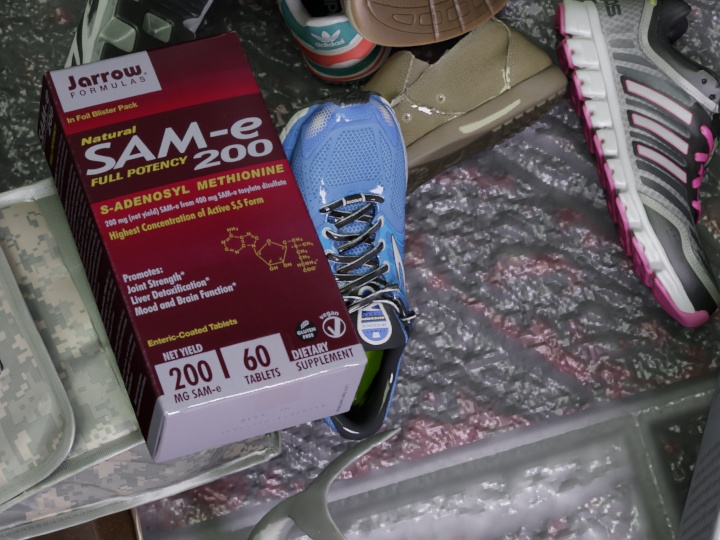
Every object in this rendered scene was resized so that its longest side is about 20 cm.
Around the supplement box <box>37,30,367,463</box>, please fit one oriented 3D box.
[{"bbox_3d":[-0.082,-0.015,1.262,0.109,0.061,0.200,-14,65,-18],"label":"supplement box"}]

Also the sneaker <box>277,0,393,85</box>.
[{"bbox_3d":[-0.023,-0.210,1.413,0.070,0.093,0.200,-9,78,7],"label":"sneaker"}]

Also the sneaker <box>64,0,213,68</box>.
[{"bbox_3d":[-0.128,-0.138,1.413,0.074,0.088,0.200,31,52,-19],"label":"sneaker"}]

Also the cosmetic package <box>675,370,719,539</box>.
[{"bbox_3d":[0.266,0.103,1.312,0.166,0.167,0.201,16,78,2],"label":"cosmetic package"}]

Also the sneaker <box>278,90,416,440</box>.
[{"bbox_3d":[0.000,0.000,1.321,0.078,0.089,0.201,-11,121,-16],"label":"sneaker"}]

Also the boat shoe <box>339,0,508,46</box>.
[{"bbox_3d":[0.057,-0.187,1.406,0.200,0.072,0.065,-36,36,-29],"label":"boat shoe"}]

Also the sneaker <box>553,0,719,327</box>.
[{"bbox_3d":[0.174,-0.069,1.398,0.087,0.074,0.201,-17,73,1],"label":"sneaker"}]

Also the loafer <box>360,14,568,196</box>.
[{"bbox_3d":[0.018,-0.079,1.402,0.200,0.076,0.068,-27,78,-17],"label":"loafer"}]

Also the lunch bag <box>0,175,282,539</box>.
[{"bbox_3d":[-0.158,0.043,1.316,0.199,0.118,0.164,-20,68,-17],"label":"lunch bag"}]

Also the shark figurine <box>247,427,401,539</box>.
[{"bbox_3d":[-0.028,0.172,1.327,0.128,0.215,0.089,15,34,31],"label":"shark figurine"}]

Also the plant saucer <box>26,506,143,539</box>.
[{"bbox_3d":[-0.215,0.161,1.358,0.200,0.037,0.201,0,78,0],"label":"plant saucer"}]
